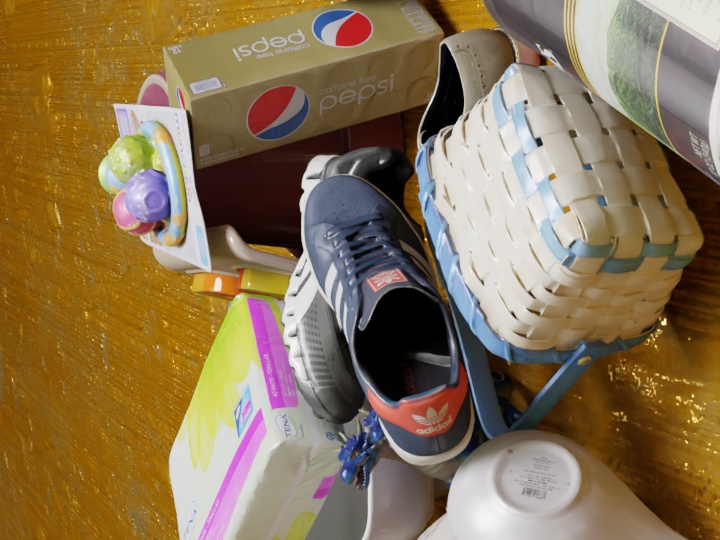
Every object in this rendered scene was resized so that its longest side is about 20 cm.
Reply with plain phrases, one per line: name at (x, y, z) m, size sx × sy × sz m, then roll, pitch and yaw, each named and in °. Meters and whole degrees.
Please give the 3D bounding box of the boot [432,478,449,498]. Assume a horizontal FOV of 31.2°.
boot at (0.038, 0.132, 0.999) m, size 0.200 × 0.073 × 0.097 m, roll -38°, pitch 70°, yaw 60°

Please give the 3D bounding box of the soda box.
soda box at (-0.040, -0.144, 0.946) m, size 0.068 × 0.198 × 0.064 m, roll 92°, pitch 155°, yaw -48°

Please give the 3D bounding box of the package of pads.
package of pads at (-0.081, 0.134, 0.935) m, size 0.155 × 0.067 × 0.201 m, roll -109°, pitch 36°, yaw -46°

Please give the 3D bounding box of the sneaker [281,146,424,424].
sneaker at (0.000, 0.000, 0.855) m, size 0.090 × 0.066 × 0.202 m, roll -20°, pitch 55°, yaw 38°

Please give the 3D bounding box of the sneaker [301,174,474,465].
sneaker at (0.015, 0.011, 0.761) m, size 0.085 × 0.074 × 0.201 m, roll 74°, pitch 171°, yaw -61°

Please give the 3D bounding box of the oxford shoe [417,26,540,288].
oxford shoe at (0.067, -0.074, 0.896) m, size 0.071 × 0.073 × 0.202 m, roll 41°, pitch 131°, yaw 52°

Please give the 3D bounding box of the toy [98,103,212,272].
toy at (-0.168, -0.064, 0.979) m, size 0.200 × 0.047 × 0.117 m, roll -158°, pitch 57°, yaw -67°

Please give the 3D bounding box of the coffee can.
coffee can at (0.165, -0.136, 0.614) m, size 0.200 × 0.145 × 0.148 m, roll 49°, pitch 137°, yaw 47°

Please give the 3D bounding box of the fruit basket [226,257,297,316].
fruit basket at (-0.102, 0.112, 1.164) m, size 0.186 × 0.093 × 0.201 m, roll 109°, pitch -179°, yaw -47°

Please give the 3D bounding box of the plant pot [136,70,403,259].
plant pot at (-0.086, -0.102, 1.075) m, size 0.200 × 0.177 × 0.203 m, roll 25°, pitch 118°, yaw 59°

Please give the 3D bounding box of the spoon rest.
spoon rest at (0.145, 0.144, 0.725) m, size 0.198 × 0.100 × 0.061 m, roll 10°, pitch 139°, yaw 23°

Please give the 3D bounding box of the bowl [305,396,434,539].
bowl at (-0.011, 0.132, 0.956) m, size 0.200 × 0.074 × 0.202 m, roll -41°, pitch 48°, yaw 53°

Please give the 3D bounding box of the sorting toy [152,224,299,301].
sorting toy at (-0.053, 0.016, 1.028) m, size 0.185 × 0.198 × 0.037 m, roll -4°, pitch 69°, yaw 63°

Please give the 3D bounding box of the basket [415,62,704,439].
basket at (0.103, -0.012, 0.767) m, size 0.200 × 0.138 × 0.178 m, roll -49°, pitch 50°, yaw 50°

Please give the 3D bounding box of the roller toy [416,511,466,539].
roller toy at (0.097, 0.228, 0.783) m, size 0.140 × 0.198 × 0.184 m, roll 126°, pitch 148°, yaw -52°

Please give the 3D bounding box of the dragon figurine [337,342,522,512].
dragon figurine at (0.054, 0.087, 0.848) m, size 0.100 × 0.200 × 0.059 m, roll 48°, pitch 128°, yaw -8°
